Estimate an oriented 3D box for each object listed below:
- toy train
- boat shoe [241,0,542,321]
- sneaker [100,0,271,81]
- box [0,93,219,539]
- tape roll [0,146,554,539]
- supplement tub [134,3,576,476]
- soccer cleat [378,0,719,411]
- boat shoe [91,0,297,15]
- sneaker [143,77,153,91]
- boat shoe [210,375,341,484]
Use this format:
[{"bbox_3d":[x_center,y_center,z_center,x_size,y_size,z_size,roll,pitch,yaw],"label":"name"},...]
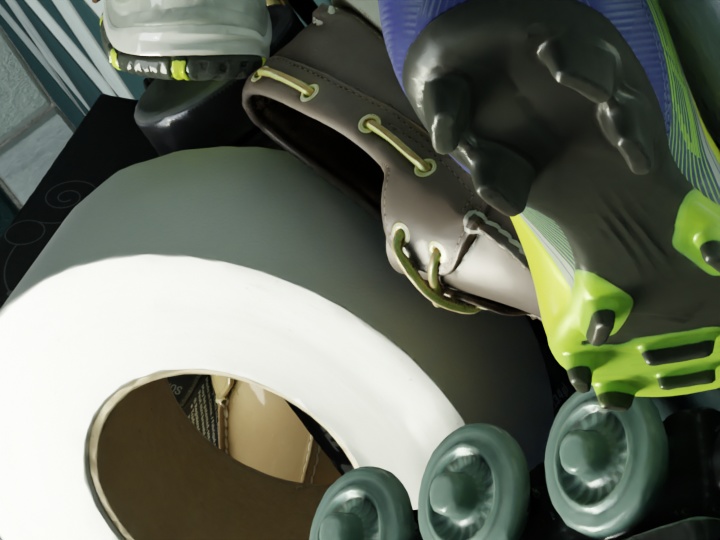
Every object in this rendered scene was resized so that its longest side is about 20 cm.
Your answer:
[{"bbox_3d":[0.057,0.105,0.812,0.085,0.200,0.114,16,-118,-39],"label":"toy train"},{"bbox_3d":[0.031,-0.021,0.847,0.200,0.060,0.072,48,173,41],"label":"boat shoe"},{"bbox_3d":[-0.065,-0.135,0.968,0.200,0.075,0.076,-122,34,-59],"label":"sneaker"},{"bbox_3d":[-0.094,0.024,1.205,0.122,0.200,0.106,10,131,15],"label":"box"},{"bbox_3d":[-0.035,0.058,0.953,0.202,0.202,0.071,54,-146,-20],"label":"tape roll"},{"bbox_3d":[0.000,0.000,1.011,0.200,0.107,0.107,53,175,-20],"label":"supplement tub"},{"bbox_3d":[0.058,-0.031,0.641,0.200,0.065,0.084,52,-153,-55],"label":"soccer cleat"},{"bbox_3d":[-0.089,-0.133,1.092,0.200,0.068,0.072,51,175,5],"label":"boat shoe"},{"bbox_3d":[-0.075,-0.060,1.312,0.071,0.098,0.200,51,174,36],"label":"sneaker"},{"bbox_3d":[-0.036,0.020,1.097,0.066,0.074,0.200,33,-129,-46],"label":"boat shoe"}]
